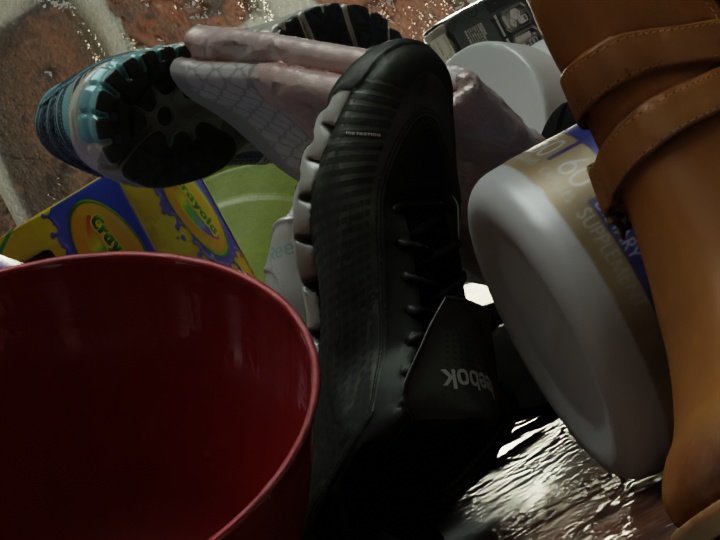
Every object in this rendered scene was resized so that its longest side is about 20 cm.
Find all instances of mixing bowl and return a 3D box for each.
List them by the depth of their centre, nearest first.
[{"bbox_3d":[-0.099,0.093,0.739,0.199,0.109,0.200,-10,33,7],"label":"mixing bowl"}]

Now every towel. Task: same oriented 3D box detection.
[{"bbox_3d":[0.037,-0.033,0.950,0.191,0.200,0.032,16,73,47],"label":"towel"}]

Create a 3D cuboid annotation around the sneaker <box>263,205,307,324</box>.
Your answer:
[{"bbox_3d":[0.000,0.000,0.945,0.075,0.089,0.200,-10,4,10],"label":"sneaker"}]

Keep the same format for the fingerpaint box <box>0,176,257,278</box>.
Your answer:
[{"bbox_3d":[-0.116,0.065,1.098,0.166,0.201,0.073,-27,2,29],"label":"fingerpaint box"}]

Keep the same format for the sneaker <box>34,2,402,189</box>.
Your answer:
[{"bbox_3d":[-0.062,-0.083,1.043,0.199,0.078,0.086,-8,8,-40],"label":"sneaker"}]

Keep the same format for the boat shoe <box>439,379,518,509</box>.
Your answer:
[{"bbox_3d":[-0.003,0.080,0.905,0.066,0.072,0.201,-34,-7,34],"label":"boat shoe"}]

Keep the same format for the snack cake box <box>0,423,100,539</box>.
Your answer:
[{"bbox_3d":[-0.080,0.096,0.918,0.067,0.115,0.200,-28,0,29],"label":"snack cake box"}]

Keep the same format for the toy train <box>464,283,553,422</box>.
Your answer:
[{"bbox_3d":[0.058,0.042,1.108,0.114,0.086,0.200,-19,2,6],"label":"toy train"}]

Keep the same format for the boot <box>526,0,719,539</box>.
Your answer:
[{"bbox_3d":[0.089,-0.014,0.601,0.073,0.155,0.200,-27,1,18],"label":"boot"}]

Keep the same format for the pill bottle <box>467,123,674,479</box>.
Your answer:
[{"bbox_3d":[0.146,-0.024,0.755,0.199,0.116,0.116,-29,1,-9],"label":"pill bottle"}]

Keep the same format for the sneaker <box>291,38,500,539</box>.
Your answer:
[{"bbox_3d":[0.017,0.021,0.795,0.066,0.201,0.090,5,9,-44],"label":"sneaker"}]

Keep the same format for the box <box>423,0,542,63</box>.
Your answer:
[{"bbox_3d":[0.149,-0.081,1.249,0.157,0.201,0.051,-29,3,-16],"label":"box"}]

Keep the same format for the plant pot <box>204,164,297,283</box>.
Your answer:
[{"bbox_3d":[-0.053,0.052,1.228,0.199,0.201,0.190,-28,12,14],"label":"plant pot"}]

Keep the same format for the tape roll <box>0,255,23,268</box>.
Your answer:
[{"bbox_3d":[-0.170,0.095,0.977,0.085,0.201,0.200,19,22,21],"label":"tape roll"}]

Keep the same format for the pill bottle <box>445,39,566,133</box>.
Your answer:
[{"bbox_3d":[0.132,-0.058,1.123,0.199,0.117,0.116,3,-21,-40],"label":"pill bottle"}]

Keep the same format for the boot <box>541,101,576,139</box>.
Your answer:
[{"bbox_3d":[0.196,-0.032,0.967,0.157,0.080,0.211,11,6,-41],"label":"boot"}]
